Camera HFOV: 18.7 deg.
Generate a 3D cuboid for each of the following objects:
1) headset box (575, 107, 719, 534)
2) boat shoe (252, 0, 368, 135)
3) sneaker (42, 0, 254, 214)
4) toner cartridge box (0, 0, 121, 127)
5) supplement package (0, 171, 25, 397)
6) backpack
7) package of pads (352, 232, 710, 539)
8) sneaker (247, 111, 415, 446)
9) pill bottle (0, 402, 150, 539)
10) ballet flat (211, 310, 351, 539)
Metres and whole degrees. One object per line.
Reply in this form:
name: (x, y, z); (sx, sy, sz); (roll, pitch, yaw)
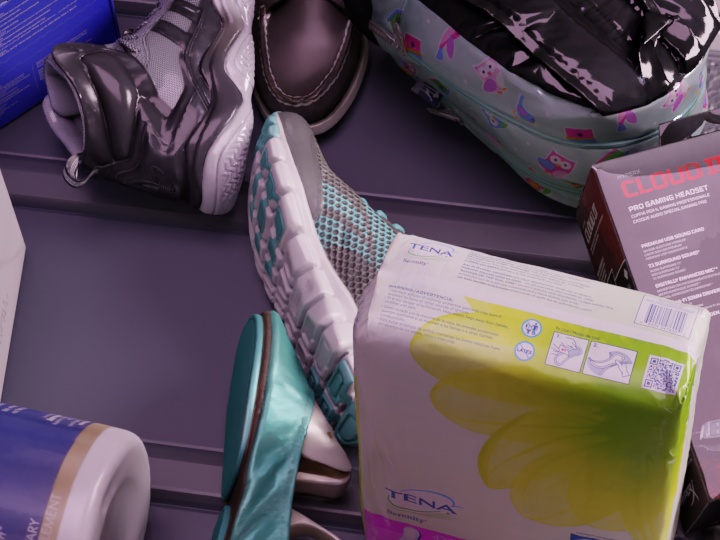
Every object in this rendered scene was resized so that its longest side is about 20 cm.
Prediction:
headset box: (0.204, 0.012, 1.100); (0.148, 0.077, 0.201); (-14, 73, -7)
boat shoe: (-0.029, -0.172, 1.260); (0.071, 0.061, 0.202); (2, 58, 5)
sneaker: (-0.118, -0.127, 1.217); (0.113, 0.076, 0.201); (4, 60, -11)
toner cartridge box: (-0.229, -0.113, 1.215); (0.200, 0.095, 0.043); (-36, 61, -19)
supplement package: (-0.287, 0.003, 1.129); (0.199, 0.120, 0.122); (1, 58, 4)
backpack: (0.105, -0.133, 1.191); (0.167, 0.127, 0.200); (-38, 62, -16)
package of pads: (0.074, 0.076, 1.016); (0.154, 0.201, 0.068); (14, 53, 12)
sneaker: (0.000, 0.000, 1.156); (0.091, 0.078, 0.201); (-9, 60, -21)
pill bottle: (-0.211, 0.113, 1.061); (0.199, 0.111, 0.112); (11, 59, 10)
ballet flat: (-0.041, 0.117, 1.084); (0.070, 0.067, 0.201); (15, 60, -10)
